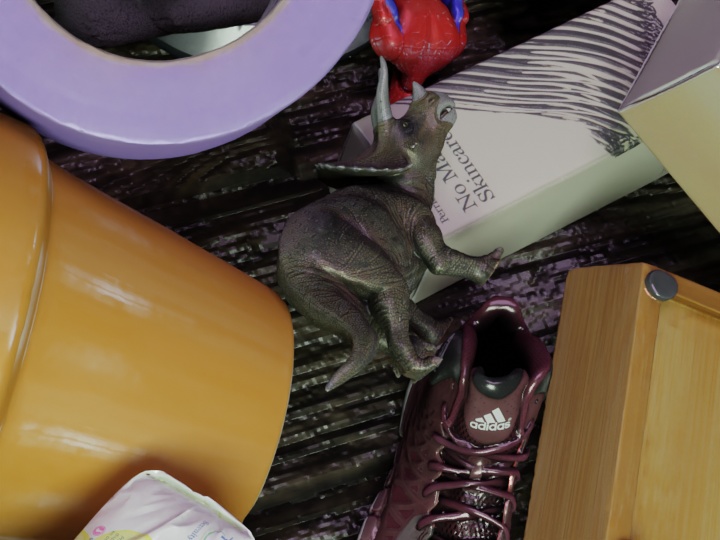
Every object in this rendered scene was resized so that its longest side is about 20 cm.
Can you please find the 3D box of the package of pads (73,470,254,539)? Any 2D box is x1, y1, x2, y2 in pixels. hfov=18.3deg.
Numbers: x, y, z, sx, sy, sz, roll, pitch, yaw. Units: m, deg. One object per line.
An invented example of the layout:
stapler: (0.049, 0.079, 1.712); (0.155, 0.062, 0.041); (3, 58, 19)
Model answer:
package of pads: (-0.119, 0.193, 0.895); (0.068, 0.155, 0.200); (30, 57, 18)

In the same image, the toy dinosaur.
toy dinosaur: (0.000, 0.000, 1.011); (0.102, 0.077, 0.200); (36, 43, -1)

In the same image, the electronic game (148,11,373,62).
electronic game: (-0.057, -0.196, 1.200); (0.198, 0.042, 0.202); (4, 68, -9)

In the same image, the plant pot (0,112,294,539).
plant pot: (-0.135, 0.043, 0.972); (0.182, 0.200, 0.202); (17, 57, -20)

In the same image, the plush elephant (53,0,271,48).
plush elephant: (-0.114, -0.194, 1.069); (0.198, 0.156, 0.165); (-12, 18, -1)

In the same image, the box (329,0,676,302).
box: (0.089, -0.067, 1.144); (0.199, 0.069, 0.082); (-28, 71, -25)

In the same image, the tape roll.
tape roll: (-0.091, -0.150, 0.954); (0.198, 0.085, 0.202); (0, 88, -10)

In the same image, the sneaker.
sneaker: (0.042, 0.099, 1.011); (0.075, 0.116, 0.201); (12, 59, -6)

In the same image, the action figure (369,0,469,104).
action figure: (0.028, -0.177, 1.158); (0.065, 0.052, 0.202); (-1, 95, -38)

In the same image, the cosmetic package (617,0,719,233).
cosmetic package: (0.227, -0.049, 1.109); (0.200, 0.071, 0.105); (48, 49, -16)

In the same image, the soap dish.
soap dish: (0.160, 0.101, 1.042); (0.156, 0.081, 0.201); (22, 56, -13)
